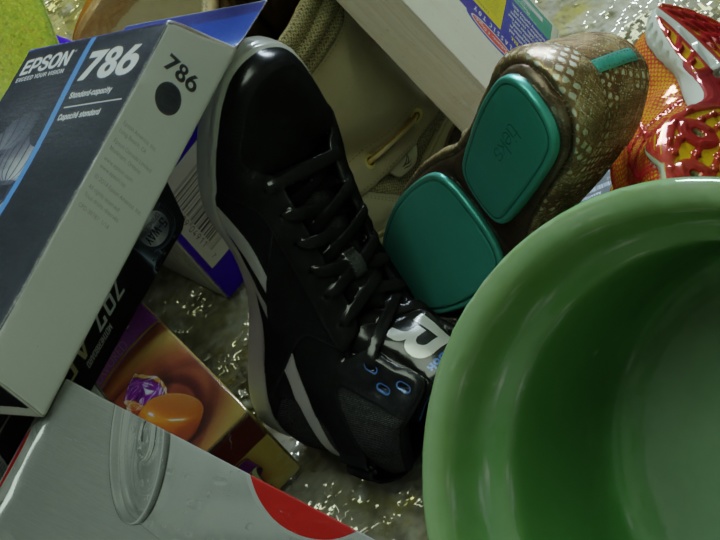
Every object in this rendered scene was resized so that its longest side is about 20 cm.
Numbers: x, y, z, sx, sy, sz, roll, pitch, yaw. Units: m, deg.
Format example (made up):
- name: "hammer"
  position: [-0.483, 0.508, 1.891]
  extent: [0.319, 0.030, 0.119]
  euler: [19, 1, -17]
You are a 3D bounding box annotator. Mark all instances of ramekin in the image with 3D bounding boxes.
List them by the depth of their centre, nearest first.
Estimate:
- name: "ramekin"
  position: [0.127, 0.068, 0.526]
  extent: [0.200, 0.098, 0.200]
  euler: [6, 100, 37]

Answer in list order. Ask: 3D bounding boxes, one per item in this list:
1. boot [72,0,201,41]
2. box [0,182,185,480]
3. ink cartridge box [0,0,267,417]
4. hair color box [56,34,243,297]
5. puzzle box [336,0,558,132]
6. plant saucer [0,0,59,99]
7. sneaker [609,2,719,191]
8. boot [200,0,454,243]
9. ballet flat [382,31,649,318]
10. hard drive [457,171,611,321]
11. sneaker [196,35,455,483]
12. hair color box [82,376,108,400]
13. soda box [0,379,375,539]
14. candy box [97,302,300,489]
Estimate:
- name: "boot"
  position: [-0.138, -0.198, 1.064]
  extent: [0.144, 0.071, 0.201]
  euler: [17, 62, 47]
- name: "box"
  position: [-0.190, 0.027, 0.731]
  extent: [0.160, 0.044, 0.200]
  euler: [11, 57, 23]
- name: "ink cartridge box"
  position: [-0.119, -0.037, 0.675]
  extent: [0.099, 0.039, 0.200]
  euler: [-3, 52, 45]
- name: "hair color box"
  position: [-0.140, -0.067, 0.920]
  extent: [0.200, 0.109, 0.065]
  euler: [23, 69, 41]
- name: "puzzle box"
  position: [0.019, -0.148, 0.803]
  extent: [0.025, 0.200, 0.133]
  euler: [-35, 20, 27]
- name: "plant saucer"
  position: [-0.234, -0.085, 0.895]
  extent: [0.200, 0.048, 0.200]
  euler: [-40, 64, 38]
- name: "sneaker"
  position: [0.135, -0.037, 0.679]
  extent: [0.200, 0.073, 0.077]
  euler: [-76, 8, -62]
- name: "boot"
  position: [-0.006, -0.125, 0.848]
  extent: [0.073, 0.155, 0.200]
  euler: [-1, 55, 32]
- name: "ballet flat"
  position: [0.066, -0.036, 0.707]
  extent: [0.065, 0.200, 0.071]
  euler: [-27, 81, -24]
- name: "hard drive"
  position: [0.111, 0.015, 0.749]
  extent: [0.139, 0.033, 0.200]
  euler: [-22, 46, 15]
- name: "sneaker"
  position: [0.000, 0.000, 0.728]
  extent: [0.112, 0.200, 0.073]
  euler: [22, 45, 39]
- name: "hair color box"
  position: [-0.179, 0.127, 0.720]
  extent: [0.200, 0.064, 0.111]
  euler: [-35, 53, -10]
- name: "soda box"
  position: [-0.045, 0.121, 0.650]
  extent: [0.068, 0.200, 0.063]
  euler: [-65, 10, -26]
- name: "candy box"
  position: [-0.132, 0.073, 0.841]
  extent: [0.117, 0.056, 0.200]
  euler: [-45, 43, -6]
